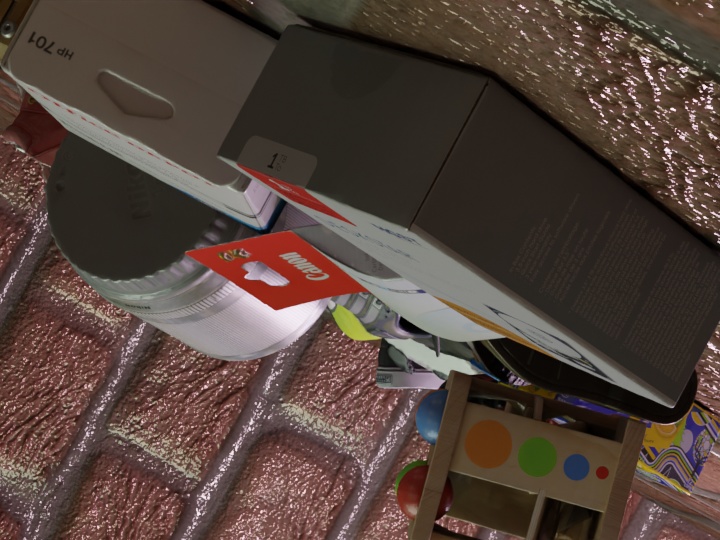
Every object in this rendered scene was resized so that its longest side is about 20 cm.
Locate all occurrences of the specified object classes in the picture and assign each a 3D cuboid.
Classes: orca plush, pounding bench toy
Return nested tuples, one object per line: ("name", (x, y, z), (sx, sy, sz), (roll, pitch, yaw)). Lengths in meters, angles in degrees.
("orca plush", (0.094, 0.056, 1.964), (0.199, 0.071, 0.106), (23, 129, 25))
("pounding bench toy", (0.108, 0.148, 1.483), (0.155, 0.125, 0.200), (15, 178, 2))

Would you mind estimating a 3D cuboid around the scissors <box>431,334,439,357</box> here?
("scissors", (0.053, 0.020, 1.616), (0.073, 0.014, 0.200), (42, 165, 7))

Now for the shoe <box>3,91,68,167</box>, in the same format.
("shoe", (-0.200, -0.105, 1.636), (0.200, 0.091, 0.071), (27, 175, 32))

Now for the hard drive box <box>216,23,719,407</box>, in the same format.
("hard drive box", (0.057, -0.027, 0.960), (0.200, 0.077, 0.156), (33, 174, -38))

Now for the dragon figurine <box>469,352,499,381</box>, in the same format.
("dragon figurine", (0.127, 0.063, 1.675), (0.199, 0.059, 0.099), (28, 175, 5))

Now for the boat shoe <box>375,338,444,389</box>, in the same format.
("boat shoe", (0.098, 0.087, 2.086), (0.198, 0.069, 0.073), (3, 180, -33))

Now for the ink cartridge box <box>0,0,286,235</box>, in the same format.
("ink cartridge box", (-0.103, -0.096, 1.127), (0.146, 0.086, 0.200), (28, 175, 3))

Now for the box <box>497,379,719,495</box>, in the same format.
("box", (0.201, 0.106, 1.613), (0.200, 0.070, 0.064), (32, 172, -40))

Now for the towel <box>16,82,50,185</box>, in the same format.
("towel", (-0.223, -0.085, 1.824), (0.191, 0.032, 0.201), (35, -153, -49))

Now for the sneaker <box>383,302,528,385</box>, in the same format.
("sneaker", (0.076, 0.015, 1.482), (0.200, 0.074, 0.081), (35, -172, -33))

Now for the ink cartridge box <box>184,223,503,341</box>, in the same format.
("ink cartridge box", (0.014, 0.011, 1.239), (0.199, 0.048, 0.160), (-9, 163, 17))

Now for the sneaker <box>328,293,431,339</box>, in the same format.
("sneaker", (0.000, 0.000, 1.660), (0.081, 0.074, 0.200), (7, 161, 33))

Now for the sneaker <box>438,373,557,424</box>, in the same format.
("sneaker", (0.165, 0.123, 1.792), (0.199, 0.071, 0.098), (6, -162, 8))

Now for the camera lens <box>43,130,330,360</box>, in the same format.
("camera lens", (-0.113, -0.032, 1.455), (0.160, 0.161, 0.200), (27, 175, 29))

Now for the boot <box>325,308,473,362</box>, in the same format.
("boot", (0.062, 0.043, 1.792), (0.181, 0.073, 0.200), (16, -173, -19))

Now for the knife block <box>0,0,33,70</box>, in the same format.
("knife block", (-0.212, -0.160, 1.261), (0.199, 0.064, 0.175), (26, 175, 31))

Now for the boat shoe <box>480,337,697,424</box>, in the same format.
("boat shoe", (0.136, 0.051, 1.382), (0.200, 0.072, 0.068), (32, 174, -28))
